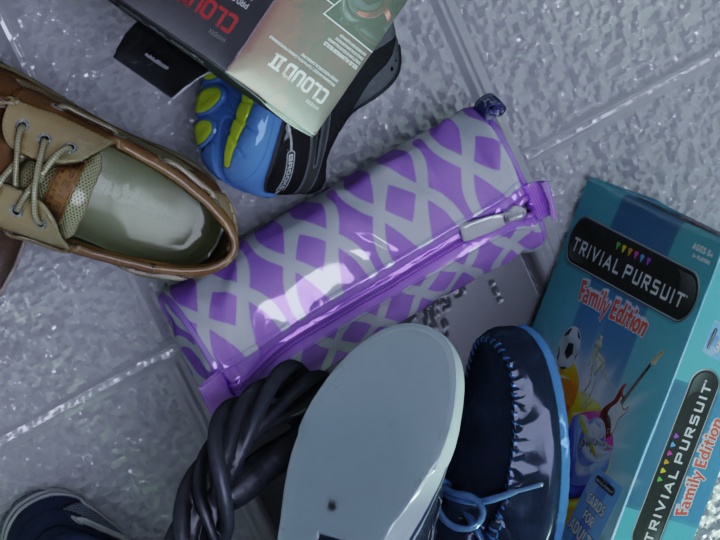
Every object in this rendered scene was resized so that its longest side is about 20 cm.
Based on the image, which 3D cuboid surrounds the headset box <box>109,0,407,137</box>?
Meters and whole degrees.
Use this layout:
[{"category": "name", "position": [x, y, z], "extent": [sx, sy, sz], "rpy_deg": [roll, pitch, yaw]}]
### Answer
[{"category": "headset box", "position": [-0.039, -0.167, 1.325], "extent": [0.201, 0.148, 0.075], "rpy_deg": [-55, 138, 1]}]

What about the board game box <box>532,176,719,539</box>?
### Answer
[{"category": "board game box", "position": [0.126, 0.068, 1.431], "extent": [0.047, 0.151, 0.201], "rpy_deg": [17, 96, -24]}]

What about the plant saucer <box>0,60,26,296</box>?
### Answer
[{"category": "plant saucer", "position": [-0.252, -0.043, 1.357], "extent": [0.199, 0.032, 0.202], "rpy_deg": [-4, 103, -17]}]

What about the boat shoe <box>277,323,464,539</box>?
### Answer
[{"category": "boat shoe", "position": [0.004, 0.126, 1.339], "extent": [0.070, 0.091, 0.201], "rpy_deg": [19, 84, 24]}]

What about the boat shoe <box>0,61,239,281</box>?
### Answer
[{"category": "boat shoe", "position": [-0.141, -0.046, 1.334], "extent": [0.199, 0.074, 0.076], "rpy_deg": [17, 94, -24]}]

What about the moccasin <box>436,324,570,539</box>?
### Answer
[{"category": "moccasin", "position": [0.054, 0.125, 1.380], "extent": [0.068, 0.080, 0.201], "rpy_deg": [-3, 108, -23]}]

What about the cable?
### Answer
[{"category": "cable", "position": [-0.041, 0.145, 1.368], "extent": [0.163, 0.051, 0.201], "rpy_deg": [18, 93, -57]}]

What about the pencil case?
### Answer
[{"category": "pencil case", "position": [0.000, 0.000, 1.414], "extent": [0.199, 0.086, 0.084], "rpy_deg": [-32, 126, -6]}]

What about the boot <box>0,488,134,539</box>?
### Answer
[{"category": "boot", "position": [-0.093, 0.188, 1.424], "extent": [0.200, 0.090, 0.073], "rpy_deg": [39, 89, -20]}]

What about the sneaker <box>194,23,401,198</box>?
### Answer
[{"category": "sneaker", "position": [-0.015, -0.129, 1.399], "extent": [0.082, 0.071, 0.201], "rpy_deg": [21, 91, -46]}]
